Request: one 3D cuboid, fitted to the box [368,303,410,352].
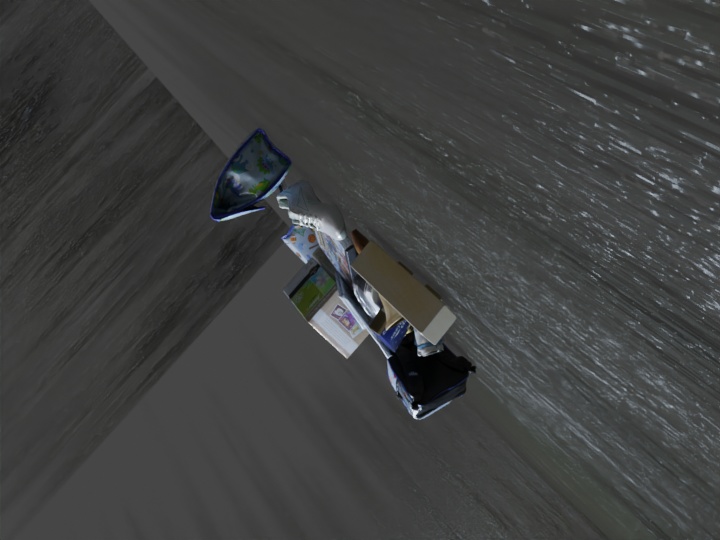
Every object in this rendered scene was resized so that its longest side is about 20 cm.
[{"bbox_3d":[0.084,0.109,1.198,0.032,0.123,0.200,29,170,23],"label":"box"}]

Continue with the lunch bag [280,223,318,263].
[{"bbox_3d":[-0.163,-0.093,1.781,0.170,0.124,0.200,45,-170,-7],"label":"lunch bag"}]

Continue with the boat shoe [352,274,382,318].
[{"bbox_3d":[0.032,0.069,1.193,0.066,0.073,0.201,17,161,28],"label":"boat shoe"}]

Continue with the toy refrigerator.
[{"bbox_3d":[0.076,0.034,0.958,0.200,0.070,0.076,44,-177,35],"label":"toy refrigerator"}]

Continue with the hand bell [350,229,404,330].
[{"bbox_3d":[0.039,0.005,1.075,0.203,0.103,0.104,57,178,11],"label":"hand bell"}]

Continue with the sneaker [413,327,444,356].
[{"bbox_3d":[0.155,0.134,1.244,0.200,0.072,0.090,-16,-87,-87],"label":"sneaker"}]

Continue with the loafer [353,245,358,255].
[{"bbox_3d":[0.000,0.000,1.337,0.063,0.072,0.202,42,164,27],"label":"loafer"}]

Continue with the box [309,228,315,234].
[{"bbox_3d":[-0.102,-0.114,1.457,0.160,0.044,0.200,47,176,6],"label":"box"}]

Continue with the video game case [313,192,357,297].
[{"bbox_3d":[-0.059,-0.056,1.238,0.182,0.025,0.202,53,166,29],"label":"video game case"}]

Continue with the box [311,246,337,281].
[{"bbox_3d":[-0.044,-0.006,1.577,0.200,0.095,0.078,45,177,29],"label":"box"}]

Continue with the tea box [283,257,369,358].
[{"bbox_3d":[-0.089,0.106,1.538,0.200,0.134,0.196,48,175,-38],"label":"tea box"}]

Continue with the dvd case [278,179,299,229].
[{"bbox_3d":[-0.188,-0.183,1.405,0.200,0.016,0.153,-128,17,-86],"label":"dvd case"}]

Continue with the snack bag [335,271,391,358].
[{"bbox_3d":[0.003,0.104,1.320,0.202,0.021,0.189,54,-175,-18],"label":"snack bag"}]

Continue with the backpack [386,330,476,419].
[{"bbox_3d":[0.156,0.253,1.335,0.192,0.195,0.157,54,153,34],"label":"backpack"}]

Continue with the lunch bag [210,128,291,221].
[{"bbox_3d":[-0.246,-0.184,1.148,0.127,0.201,0.170,44,175,-12],"label":"lunch bag"}]

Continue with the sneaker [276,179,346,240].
[{"bbox_3d":[-0.102,-0.114,1.111,0.199,0.079,0.072,40,145,36],"label":"sneaker"}]

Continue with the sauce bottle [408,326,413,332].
[{"bbox_3d":[0.167,0.178,1.452,0.199,0.066,0.066,42,176,16],"label":"sauce bottle"}]
